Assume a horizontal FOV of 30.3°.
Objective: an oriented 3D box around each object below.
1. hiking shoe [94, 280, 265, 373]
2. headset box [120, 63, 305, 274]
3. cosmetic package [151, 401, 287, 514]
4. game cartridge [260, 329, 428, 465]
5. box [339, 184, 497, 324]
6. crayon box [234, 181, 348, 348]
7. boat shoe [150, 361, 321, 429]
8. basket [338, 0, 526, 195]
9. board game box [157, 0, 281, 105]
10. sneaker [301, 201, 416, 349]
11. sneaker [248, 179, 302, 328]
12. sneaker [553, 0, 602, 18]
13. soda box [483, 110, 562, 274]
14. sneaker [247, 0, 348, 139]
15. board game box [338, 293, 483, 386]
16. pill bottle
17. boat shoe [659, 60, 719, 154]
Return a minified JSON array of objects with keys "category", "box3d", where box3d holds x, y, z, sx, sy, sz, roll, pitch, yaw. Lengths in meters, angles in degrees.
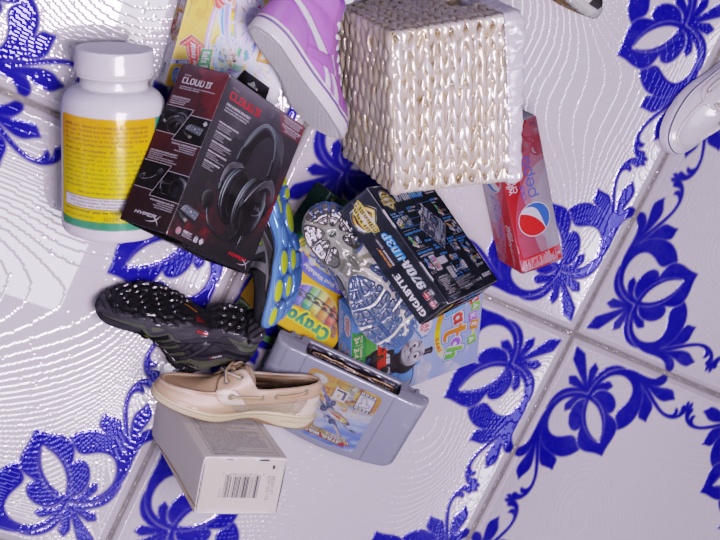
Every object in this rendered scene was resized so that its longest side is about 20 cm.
[{"category":"hiking shoe","box3d":[-0.216,0.080,1.552,0.199,0.076,0.101,15,126,-11]},{"category":"headset box","box3d":[-0.153,-0.116,1.435,0.149,0.077,0.201,31,80,-55]},{"category":"cosmetic package","box3d":[-0.168,0.205,1.551,0.103,0.200,0.074,6,106,-24]},{"category":"game cartridge","box3d":[-0.031,0.162,1.624,0.199,0.042,0.134,25,124,-3]},{"category":"box","box3d":[0.073,-0.028,1.544,0.046,0.200,0.159,-38,83,22]},{"category":"crayon box","box3d":[-0.055,0.012,1.615,0.125,0.052,0.201,33,94,-29]},{"category":"boat shoe","box3d":[-0.144,0.136,1.550,0.199,0.071,0.065,9,111,-20]},{"category":"basket","box3d":[0.076,-0.208,1.509,0.160,0.198,0.201,-9,112,-18]},{"category":"board game box","box3d":[-0.134,-0.290,1.479,0.134,0.034,0.201,10,104,-27]},{"category":"sneaker","box3d":[0.000,0.000,1.550,0.077,0.085,0.201,-32,105,-3]},{"category":"sneaker","box3d":[-0.119,-0.033,1.540,0.082,0.071,0.201,-8,90,23]},{"category":"sneaker","box3d":[0.232,-0.379,1.584,0.200,0.076,0.088,32,94,-30]},{"category":"soda box","box3d":[0.196,-0.101,1.672,0.063,0.070,0.201,-22,115,-16]},{"category":"sneaker","box3d":[-0.039,-0.243,1.493,0.115,0.072,0.201,-53,144,-19]},{"category":"board game box","box3d":[0.063,0.076,1.666,0.199,0.037,0.152,-19,128,-28]},{"category":"pill bottle","box3d":[-0.266,-0.140,1.431,0.112,0.113,0.201,-4,109,-22]},{"category":"boat shoe","box3d":[0.482,-0.226,1.755,0.200,0.066,0.072,-41,120,-6]}]
